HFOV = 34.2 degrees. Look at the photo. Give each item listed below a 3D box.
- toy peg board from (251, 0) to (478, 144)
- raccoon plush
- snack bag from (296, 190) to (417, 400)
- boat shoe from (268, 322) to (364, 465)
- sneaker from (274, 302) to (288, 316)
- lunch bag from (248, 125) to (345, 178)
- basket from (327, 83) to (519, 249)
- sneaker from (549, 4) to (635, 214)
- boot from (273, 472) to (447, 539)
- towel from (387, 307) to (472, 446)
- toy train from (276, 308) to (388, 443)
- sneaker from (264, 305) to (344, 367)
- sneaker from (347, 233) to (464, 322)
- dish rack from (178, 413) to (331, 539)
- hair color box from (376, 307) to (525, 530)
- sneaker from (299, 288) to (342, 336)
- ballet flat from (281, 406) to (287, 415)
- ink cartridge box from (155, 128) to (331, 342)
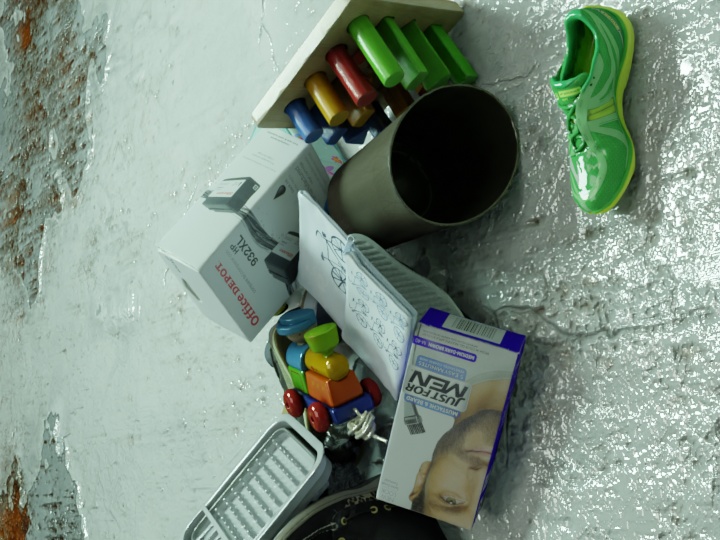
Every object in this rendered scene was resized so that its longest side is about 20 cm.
[{"bbox_3d":[0.017,-0.203,1.313,0.199,0.199,0.098,-47,65,34],"label":"toy peg board"},{"bbox_3d":[-0.018,0.278,1.393,0.096,0.200,0.135,25,148,28],"label":"raccoon plush"},{"bbox_3d":[-0.012,0.027,1.257,0.200,0.021,0.189,49,158,22],"label":"snack bag"},{"bbox_3d":[-0.056,0.151,1.441,0.203,0.071,0.066,66,161,-9],"label":"boat shoe"},{"bbox_3d":[-0.125,-0.037,1.487,0.075,0.076,0.203,2,85,48],"label":"sneaker"},{"bbox_3d":[-0.092,-0.111,1.559,0.161,0.076,0.201,-61,41,30],"label":"lunch bag"},{"bbox_3d":[0.053,-0.098,1.291,0.137,0.180,0.200,52,150,-7],"label":"basket"},{"bbox_3d":[0.213,-0.153,1.114,0.074,0.083,0.203,-8,80,54],"label":"sneaker"},{"bbox_3d":[0.015,0.307,1.241,0.151,0.198,0.074,50,142,30],"label":"boot"},{"bbox_3d":[0.098,0.149,1.296,0.147,0.021,0.202,40,119,50],"label":"towel"},{"bbox_3d":[-0.027,0.111,1.282,0.199,0.084,0.117,15,124,63],"label":"toy train"},{"bbox_3d":[-0.090,0.077,1.520,0.199,0.087,0.075,-32,60,49],"label":"sneaker"},{"bbox_3d":[0.053,0.041,1.294,0.078,0.079,0.200,-42,70,-2],"label":"sneaker"},{"bbox_3d":[-0.113,0.265,1.306,0.201,0.043,0.171,-51,22,-7],"label":"dish rack"},{"bbox_3d":[0.093,0.153,1.207,0.108,0.065,0.203,16,108,12],"label":"hair color box"},{"bbox_3d":[0.000,0.000,1.420,0.107,0.070,0.202,-1,50,19],"label":"sneaker"},{"bbox_3d":[-0.078,0.207,1.523,0.063,0.068,0.202,-102,30,-73],"label":"ballet flat"},{"bbox_3d":[-0.119,-0.042,1.361,0.083,0.146,0.200,26,67,38],"label":"ink cartridge box"}]
